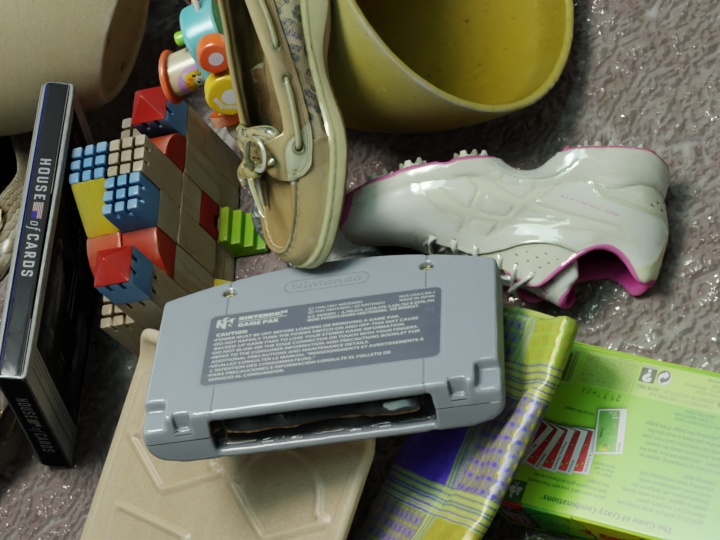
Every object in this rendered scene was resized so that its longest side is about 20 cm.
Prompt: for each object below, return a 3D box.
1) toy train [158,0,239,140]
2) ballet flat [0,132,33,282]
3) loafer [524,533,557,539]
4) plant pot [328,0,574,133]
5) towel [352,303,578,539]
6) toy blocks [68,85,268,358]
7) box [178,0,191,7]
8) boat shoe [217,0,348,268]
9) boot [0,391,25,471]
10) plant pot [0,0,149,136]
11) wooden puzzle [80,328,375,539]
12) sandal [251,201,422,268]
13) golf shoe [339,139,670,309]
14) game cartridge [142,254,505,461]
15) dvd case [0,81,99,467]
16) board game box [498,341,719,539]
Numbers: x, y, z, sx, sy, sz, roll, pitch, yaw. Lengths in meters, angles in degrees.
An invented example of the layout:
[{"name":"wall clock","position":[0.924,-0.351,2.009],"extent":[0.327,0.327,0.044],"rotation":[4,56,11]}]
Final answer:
[{"name":"toy train","position":[-0.096,-0.151,1.345],"extent":[0.055,0.200,0.151],"rotation":[-22,80,10]},{"name":"ballet flat","position":[-0.236,-0.056,1.389],"extent":[0.067,0.046,0.200],"rotation":[-47,22,24]},{"name":"loafer","position":[0.054,0.219,1.142],"extent":[0.200,0.075,0.070],"rotation":[-37,42,-1]},{"name":"plant pot","position":[0.013,-0.165,1.301],"extent":[0.142,0.199,0.201],"rotation":[-29,50,46]},{"name":"towel","position":[0.049,0.109,1.166],"extent":[0.201,0.023,0.144],"rotation":[-61,17,-4]},{"name":"toy blocks","position":[-0.132,-0.033,1.319],"extent":[0.099,0.137,0.201],"rotation":[-10,60,22]},{"name":"box","position":[-0.070,-0.273,1.429],"extent":[0.200,0.110,0.035],"rotation":[-47,54,-1]},{"name":"boat shoe","position":[-0.053,-0.100,1.195],"extent":[0.073,0.062,0.202],"rotation":[-3,93,58]},{"name":"boot","position":[-0.265,0.027,1.391],"extent":[0.199,0.064,0.187],"rotation":[24,91,42]},{"name":"plant pot","position":[-0.215,-0.173,1.365],"extent":[0.134,0.200,0.202],"rotation":[16,71,6]},{"name":"wooden puzzle","position":[-0.081,0.154,1.231],"extent":[0.184,0.046,0.201],"rotation":[19,96,37]},{"name":"sandal","position":[-0.001,0.000,1.287],"extent":[0.200,0.048,0.075],"rotation":[37,86,32]},{"name":"golf shoe","position":[0.085,-0.022,1.225],"extent":[0.198,0.075,0.092],"rotation":[-5,74,6]},{"name":"game cartridge","position":[-0.017,0.044,1.171],"extent":[0.198,0.042,0.133],"rotation":[-8,30,9]},{"name":"dvd case","position":[-0.192,0.005,1.325],"extent":[0.025,0.151,0.201],"rotation":[3,65,6]},{"name":"board game box","position":[0.177,0.107,1.143],"extent":[0.199,0.048,0.102],"rotation":[12,71,32]}]
